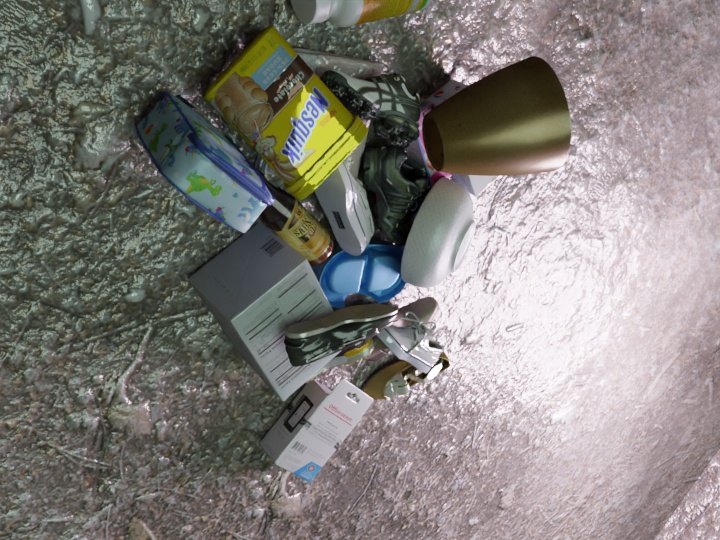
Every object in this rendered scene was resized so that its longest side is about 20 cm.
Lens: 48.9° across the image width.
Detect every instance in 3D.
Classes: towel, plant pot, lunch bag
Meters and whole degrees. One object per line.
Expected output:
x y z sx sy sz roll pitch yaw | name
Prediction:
-0.061 -0.238 1.240 0.189 0.032 0.203 -1 116 -37 | towel
0.206 -0.230 1.280 0.197 0.187 0.189 -15 125 -11 | plant pot
-0.208 -0.145 1.067 0.083 0.200 0.160 -46 132 5 | lunch bag

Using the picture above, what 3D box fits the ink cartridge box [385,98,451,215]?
0.106 -0.191 1.392 0.094 0.037 0.202 -35 133 -17 | ink cartridge box

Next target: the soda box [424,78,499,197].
0.185 -0.232 1.406 0.068 0.064 0.201 -38 132 -12 | soda box

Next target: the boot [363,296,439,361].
0.046 0.098 1.474 0.200 0.070 0.146 -42 146 3 | boot

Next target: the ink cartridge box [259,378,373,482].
-0.081 0.287 1.501 0.201 0.068 0.116 -50 134 -2 | ink cartridge box

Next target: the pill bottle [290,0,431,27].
0.002 -0.412 1.131 0.198 0.111 0.113 -21 126 -26 | pill bottle

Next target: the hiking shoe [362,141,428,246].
0.072 -0.125 1.347 0.099 0.076 0.202 -9 130 17 | hiking shoe

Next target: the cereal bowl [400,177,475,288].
0.149 -0.058 1.406 0.201 0.082 0.201 -58 162 -31 | cereal bowl

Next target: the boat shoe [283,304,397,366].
-0.029 0.098 1.225 0.197 0.067 0.058 -12 110 -30 | boat shoe

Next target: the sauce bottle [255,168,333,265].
-0.118 -0.084 1.262 0.066 0.066 0.200 -49 135 -3 | sauce bottle

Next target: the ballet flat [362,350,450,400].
0.096 0.212 1.595 0.198 0.063 0.069 -29 129 -21 | ballet flat

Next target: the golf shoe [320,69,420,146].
0.017 -0.273 1.222 0.199 0.077 0.096 25 75 -41 | golf shoe

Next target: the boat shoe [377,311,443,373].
0.099 0.121 1.438 0.086 0.075 0.201 -47 139 5 | boat shoe

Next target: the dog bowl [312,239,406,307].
0.000 0.000 1.410 0.197 0.049 0.113 -5 118 -34 | dog bowl

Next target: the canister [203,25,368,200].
-0.107 -0.224 1.128 0.149 0.087 0.200 -45 109 0 | canister

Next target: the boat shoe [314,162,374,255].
-0.024 -0.119 1.286 0.066 0.073 0.202 -50 143 -33 | boat shoe

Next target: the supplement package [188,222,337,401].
-0.143 0.065 1.268 0.150 0.151 0.201 -39 133 -15 | supplement package

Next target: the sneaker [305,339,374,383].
-0.079 0.132 1.392 0.197 0.075 0.091 -23 115 6 | sneaker
